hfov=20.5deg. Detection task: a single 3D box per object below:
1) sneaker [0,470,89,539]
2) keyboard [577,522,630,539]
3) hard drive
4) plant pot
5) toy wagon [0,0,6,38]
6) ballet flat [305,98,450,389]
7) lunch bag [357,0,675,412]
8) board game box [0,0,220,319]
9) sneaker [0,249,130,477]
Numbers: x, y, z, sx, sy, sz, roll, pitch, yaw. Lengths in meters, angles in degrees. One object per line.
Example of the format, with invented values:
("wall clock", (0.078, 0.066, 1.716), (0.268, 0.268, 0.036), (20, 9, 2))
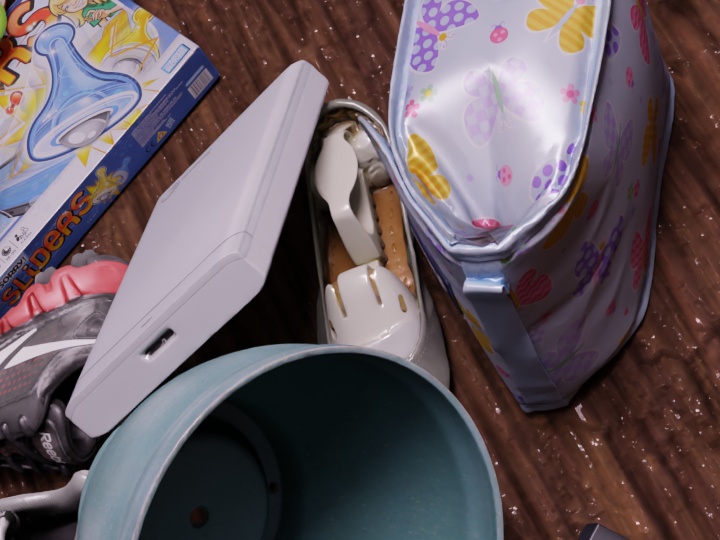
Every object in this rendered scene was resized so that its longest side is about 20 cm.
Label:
("sneaker", (-0.193, 0.156, 1.020), (0.199, 0.081, 0.076), (-27, 58, 8))
("keyboard", (0.081, 0.209, 0.889), (0.103, 0.040, 0.201), (25, 74, 10))
("hard drive", (-0.079, -0.016, 1.008), (0.132, 0.027, 0.201), (-42, 17, 28))
("plant pot", (-0.051, 0.125, 0.929), (0.134, 0.200, 0.201), (13, 66, 55))
("toy wagon", (-0.265, -0.149, 1.211), (0.201, 0.040, 0.155), (-53, 36, -12))
("ballet flat", (0.000, 0.000, 1.034), (0.067, 0.064, 0.202), (-16, 59, 13))
("lunch bag", (0.078, -0.054, 0.967), (0.126, 0.170, 0.202), (-1, 64, 20))
("board game box", (-0.194, -0.078, 1.171), (0.135, 0.034, 0.200), (34, 80, 32))
("sneaker", (-0.194, 0.075, 1.067), (0.199, 0.071, 0.098), (-30, 54, 3))
